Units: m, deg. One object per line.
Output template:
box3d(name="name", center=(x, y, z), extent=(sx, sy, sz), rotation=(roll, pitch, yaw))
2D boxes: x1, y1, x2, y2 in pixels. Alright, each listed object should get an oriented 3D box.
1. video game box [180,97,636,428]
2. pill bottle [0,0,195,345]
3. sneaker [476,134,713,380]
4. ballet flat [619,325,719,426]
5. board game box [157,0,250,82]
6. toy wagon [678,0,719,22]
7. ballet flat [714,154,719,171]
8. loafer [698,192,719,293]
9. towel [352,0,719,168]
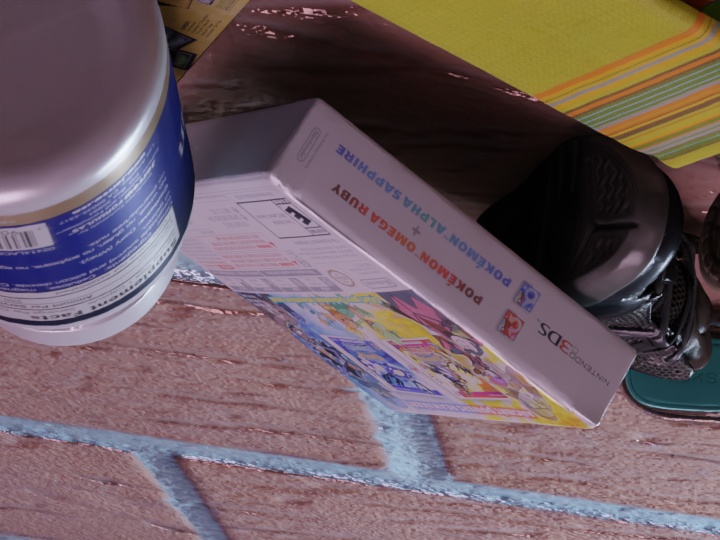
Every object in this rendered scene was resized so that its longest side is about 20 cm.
box3d(name="video game box", center=(0.000, 0.000, 1.064), extent=(0.182, 0.047, 0.200), rotation=(40, 164, -19))
box3d(name="pill bottle", center=(-0.122, -0.045, 0.913), extent=(0.115, 0.116, 0.200), rotation=(10, 162, 4))
box3d(name="sneaker", center=(0.123, -0.004, 1.075), extent=(0.114, 0.077, 0.199), rotation=(13, 164, -12))
box3d(name="ballet flat", center=(0.230, 0.057, 1.227), extent=(0.199, 0.068, 0.067), rotation=(12, -179, 14))
box3d(name="board game box", center=(-0.117, -0.119, 0.929), extent=(0.135, 0.035, 0.200), rotation=(17, 161, -17))
box3d(name="toy wagon", center=(0.063, -0.117, 0.828), extent=(0.155, 0.040, 0.200), rotation=(19, 160, -21))
box3d(name="ballet flat", center=(0.215, -0.055, 0.913), extent=(0.200, 0.047, 0.067), rotation=(-9, 154, 45))
box3d(name="loafer", center=(0.229, -0.013, 0.982), extent=(0.199, 0.076, 0.068), rotation=(-7, 149, 40))
box3d(name="towel", center=(0.068, -0.088, 0.829), extent=(0.200, 0.018, 0.086), rotation=(24, 152, -32))
